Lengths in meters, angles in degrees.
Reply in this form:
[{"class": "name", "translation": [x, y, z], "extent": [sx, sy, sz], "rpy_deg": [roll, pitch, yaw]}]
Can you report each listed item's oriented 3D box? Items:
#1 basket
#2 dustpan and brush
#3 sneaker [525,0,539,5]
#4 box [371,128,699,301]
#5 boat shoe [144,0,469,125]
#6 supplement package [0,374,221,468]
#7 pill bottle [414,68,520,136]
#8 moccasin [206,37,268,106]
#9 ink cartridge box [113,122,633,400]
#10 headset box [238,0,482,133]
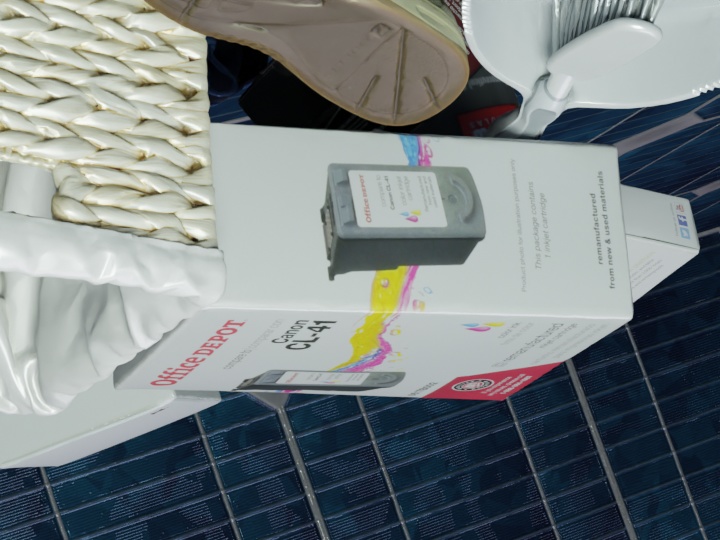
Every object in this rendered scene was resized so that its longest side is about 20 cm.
[{"class": "basket", "translation": [-0.180, -0.047, 0.934], "extent": [0.197, 0.162, 0.200], "rpy_deg": [10, 157, -28]}, {"class": "dustpan and brush", "translation": [0.090, -0.090, 0.962], "extent": [0.138, 0.058, 0.200], "rpy_deg": [13, 165, -15]}, {"class": "sneaker", "translation": [0.120, -0.197, 0.998], "extent": [0.115, 0.076, 0.201], "rpy_deg": [-19, 148, -57]}, {"class": "box", "translation": [0.052, -0.005, 1.177], "extent": [0.199, 0.037, 0.144], "rpy_deg": [11, 146, -31]}, {"class": "boat shoe", "translation": [-0.036, -0.130, 0.902], "extent": [0.072, 0.065, 0.199], "rpy_deg": [-36, 132, 30]}, {"class": "supplement package", "translation": [-0.176, 0.004, 1.367], "extent": [0.116, 0.202, 0.117], "rpy_deg": [-21, 172, 7]}, {"class": "pill bottle", "translation": [0.034, -0.083, 1.298], "extent": [0.113, 0.202, 0.114], "rpy_deg": [-20, 173, -3]}, {"class": "moccasin", "translation": [-0.094, -0.121, 1.209], "extent": [0.068, 0.081, 0.200], "rpy_deg": [-7, -172, 10]}, {"class": "ink cartridge box", "translation": [0.000, 0.000, 1.021], "extent": [0.198, 0.086, 0.148], "rpy_deg": [1, 163, -21]}, {"class": "headset box", "translation": [0.034, -0.130, 1.164], "extent": [0.200, 0.077, 0.149], "rpy_deg": [-46, -176, -25]}]
